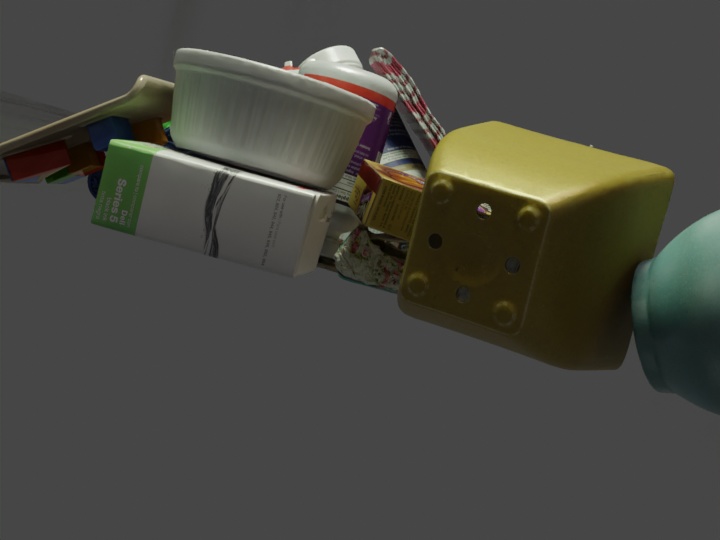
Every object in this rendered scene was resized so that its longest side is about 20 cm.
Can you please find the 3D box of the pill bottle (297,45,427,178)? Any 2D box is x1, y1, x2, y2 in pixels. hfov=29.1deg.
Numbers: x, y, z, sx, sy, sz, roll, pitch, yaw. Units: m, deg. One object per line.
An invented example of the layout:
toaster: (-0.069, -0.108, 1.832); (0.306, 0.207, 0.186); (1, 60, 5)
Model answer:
pill bottle: (-0.004, -0.162, 1.644); (0.111, 0.111, 0.200); (7, 54, -60)

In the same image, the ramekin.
ramekin: (-0.094, -0.144, 1.353); (0.202, 0.095, 0.202); (16, 2, -1)

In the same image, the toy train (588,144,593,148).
toy train: (0.185, -0.097, 1.712); (0.115, 0.200, 0.085); (10, 41, -33)

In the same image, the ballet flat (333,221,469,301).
ballet flat: (0.071, 0.000, 1.438); (0.199, 0.064, 0.076); (15, 18, -15)

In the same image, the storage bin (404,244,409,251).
storage bin: (0.165, -0.017, 1.589); (0.200, 0.094, 0.199); (24, 4, -6)

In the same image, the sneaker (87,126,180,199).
sneaker: (-0.205, -0.128, 1.528); (0.199, 0.070, 0.078); (-18, 12, -3)

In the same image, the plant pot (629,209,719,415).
plant pot: (0.315, 0.041, 1.205); (0.134, 0.201, 0.200); (-9, -7, 27)

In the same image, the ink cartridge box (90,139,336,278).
ink cartridge box: (-0.135, -0.059, 1.319); (0.199, 0.084, 0.146); (16, 5, 5)

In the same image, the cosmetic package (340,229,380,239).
cosmetic package: (-0.036, -0.088, 1.855); (0.199, 0.102, 0.071); (18, 5, 16)

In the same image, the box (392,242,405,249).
box: (0.140, 0.001, 1.798); (0.199, 0.038, 0.137); (18, 6, 18)

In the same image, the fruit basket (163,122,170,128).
fruit basket: (-0.142, -0.148, 1.707); (0.216, 0.155, 0.216); (45, 14, -14)

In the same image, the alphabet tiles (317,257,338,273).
alphabet tiles: (0.000, 0.000, 1.549); (0.199, 0.006, 0.166); (16, 5, 1)

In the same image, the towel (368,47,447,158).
towel: (0.074, -0.179, 1.635); (0.200, 0.030, 0.146); (55, 0, -7)

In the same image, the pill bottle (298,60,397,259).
pill bottle: (-0.036, -0.118, 1.493); (0.112, 0.201, 0.112); (16, -1, 0)

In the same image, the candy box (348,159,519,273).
candy box: (0.095, -0.050, 1.412); (0.199, 0.057, 0.117); (19, 10, -14)

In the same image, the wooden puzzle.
wooden puzzle: (-0.270, -0.128, 1.394); (0.200, 0.046, 0.185); (-25, -2, 9)

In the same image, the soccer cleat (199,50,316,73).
soccer cleat: (-0.104, -0.193, 1.559); (0.199, 0.085, 0.069); (6, -20, -11)

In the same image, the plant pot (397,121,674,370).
plant pot: (0.135, -0.021, 1.223); (0.195, 0.195, 0.200); (19, 11, 26)

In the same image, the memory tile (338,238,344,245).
memory tile: (0.053, -0.004, 1.610); (0.153, 0.017, 0.200); (20, 2, 17)
